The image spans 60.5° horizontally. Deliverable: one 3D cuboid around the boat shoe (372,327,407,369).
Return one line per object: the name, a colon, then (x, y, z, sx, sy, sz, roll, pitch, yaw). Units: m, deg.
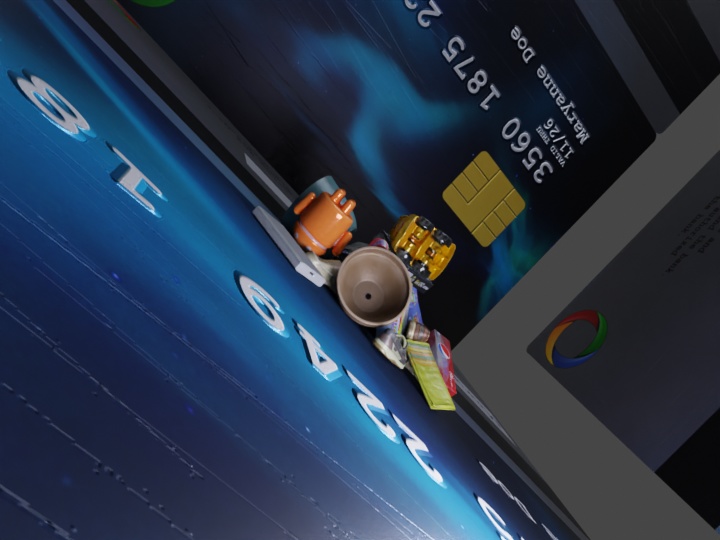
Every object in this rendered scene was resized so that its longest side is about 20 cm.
boat shoe: (0.088, 0.191, 1.534, 0.072, 0.066, 0.201, 45, 1, 27)

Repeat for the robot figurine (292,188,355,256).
robot figurine: (-0.097, -0.120, 1.611, 0.143, 0.200, 0.117, 37, 12, -39)

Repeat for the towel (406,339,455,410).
towel: (0.177, 0.263, 1.576, 0.084, 0.018, 0.203, 11, 41, -33)

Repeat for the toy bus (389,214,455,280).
toy bus: (0.151, -0.096, 1.795, 0.198, 0.137, 0.192, 33, 9, -38)

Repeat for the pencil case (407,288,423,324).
pencil case: (0.155, 0.120, 1.976, 0.078, 0.084, 0.207, 135, -55, -74)

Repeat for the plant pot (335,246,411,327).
plant pot: (0.027, 0.052, 1.567, 0.201, 0.200, 0.093, 46, -24, 7)

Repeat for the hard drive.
hard drive: (-0.168, -0.056, 1.458, 0.201, 0.026, 0.132, 50, 4, 29)

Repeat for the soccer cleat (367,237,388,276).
soccer cleat: (0.015, 0.008, 1.654, 0.065, 0.204, 0.077, 27, 9, -10)

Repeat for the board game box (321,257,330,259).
board game box: (-0.108, -0.046, 1.927, 0.152, 0.045, 0.201, 45, 5, -42)

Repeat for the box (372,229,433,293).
box: (0.132, -0.027, 1.885, 0.199, 0.049, 0.164, 27, 28, -58)

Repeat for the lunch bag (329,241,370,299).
lunch bag: (0.000, 0.000, 1.798, 0.168, 0.140, 0.200, 44, 18, 5)

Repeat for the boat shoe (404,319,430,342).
boat shoe: (0.156, 0.185, 1.722, 0.065, 0.074, 0.200, 14, -11, 4)

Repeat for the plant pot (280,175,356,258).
plant pot: (-0.104, -0.137, 1.760, 0.162, 0.200, 0.200, 49, 4, 6)

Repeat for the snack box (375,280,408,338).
snack box: (0.096, 0.109, 1.715, 0.065, 0.175, 0.200, 9, -3, 9)

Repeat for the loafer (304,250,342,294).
loafer: (-0.077, 0.001, 1.593, 0.076, 0.068, 0.200, 49, 3, 42)

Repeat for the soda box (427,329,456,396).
soda box: (0.211, 0.263, 1.697, 0.069, 0.063, 0.203, 37, 30, -23)

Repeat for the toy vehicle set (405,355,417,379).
toy vehicle set: (0.182, 0.278, 1.786, 0.125, 0.026, 0.200, 48, 13, -3)
